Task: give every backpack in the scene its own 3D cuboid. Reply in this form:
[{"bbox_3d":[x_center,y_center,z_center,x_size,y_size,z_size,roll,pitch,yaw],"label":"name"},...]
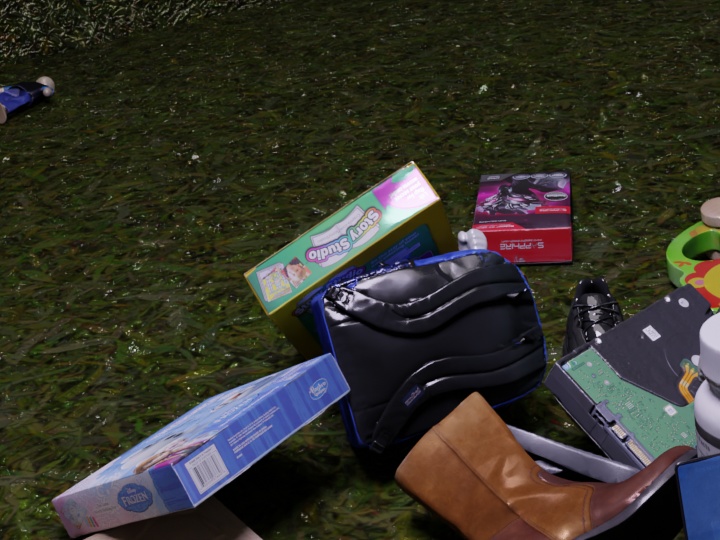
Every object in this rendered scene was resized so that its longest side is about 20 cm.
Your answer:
[{"bbox_3d":[0.064,0.063,1.140,0.197,0.165,0.168,-17,1,-8],"label":"backpack"}]

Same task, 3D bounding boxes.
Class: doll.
[{"bbox_3d":[-0.683,-0.350,2.417,0.135,0.049,0.200,5,27,24],"label":"doll"}]

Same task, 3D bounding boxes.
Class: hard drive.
[{"bbox_3d":[0.277,0.103,1.080,0.199,0.038,0.140,-25,61,-35],"label":"hard drive"}]

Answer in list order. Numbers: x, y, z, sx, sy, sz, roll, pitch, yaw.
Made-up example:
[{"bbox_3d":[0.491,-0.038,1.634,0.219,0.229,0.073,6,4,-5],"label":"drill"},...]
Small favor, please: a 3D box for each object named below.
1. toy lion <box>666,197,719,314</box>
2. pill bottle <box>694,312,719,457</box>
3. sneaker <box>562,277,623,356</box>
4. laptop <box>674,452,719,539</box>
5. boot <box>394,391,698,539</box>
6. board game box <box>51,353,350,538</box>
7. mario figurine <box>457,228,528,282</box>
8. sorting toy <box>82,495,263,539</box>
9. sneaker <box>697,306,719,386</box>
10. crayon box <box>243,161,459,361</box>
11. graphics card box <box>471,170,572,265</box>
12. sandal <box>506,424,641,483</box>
[{"bbox_3d":[0.416,0.004,1.318,0.191,0.069,0.199,-31,32,-28],"label":"toy lion"},{"bbox_3d":[0.300,0.133,0.867,0.112,0.203,0.114,-9,19,3],"label":"pill bottle"},{"bbox_3d":[0.228,0.075,1.166,0.075,0.092,0.201,-4,25,1],"label":"sneaker"},{"bbox_3d":[0.317,0.213,0.752,0.184,0.117,0.201,-11,38,-7],"label":"laptop"},{"bbox_3d":[0.149,0.162,0.955,0.188,0.069,0.200,-44,42,-5],"label":"boot"},{"bbox_3d":[-0.139,0.153,1.049,0.198,0.044,0.199,-25,5,45],"label":"board game box"},{"bbox_3d":[0.077,0.018,1.318,0.198,0.107,0.123,12,32,33],"label":"mario figurine"},{"bbox_3d":[-0.165,0.252,0.961,0.183,0.037,0.199,-22,23,-29],"label":"sorting toy"},{"bbox_3d":[0.300,0.074,0.961,0.074,0.202,0.088,3,38,6],"label":"sneaker"},{"bbox_3d":[0.000,0.000,1.221,0.199,0.173,0.059,-34,63,-1],"label":"crayon box"},{"bbox_3d":[0.209,-0.069,1.541,0.124,0.052,0.200,-2,24,11],"label":"graphics card box"},{"bbox_3d":[0.152,0.168,1.013,0.198,0.076,0.043,12,71,40],"label":"sandal"}]
